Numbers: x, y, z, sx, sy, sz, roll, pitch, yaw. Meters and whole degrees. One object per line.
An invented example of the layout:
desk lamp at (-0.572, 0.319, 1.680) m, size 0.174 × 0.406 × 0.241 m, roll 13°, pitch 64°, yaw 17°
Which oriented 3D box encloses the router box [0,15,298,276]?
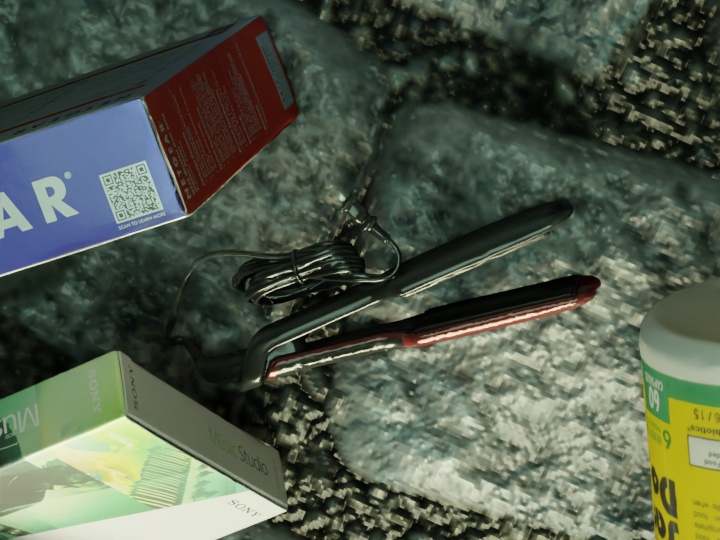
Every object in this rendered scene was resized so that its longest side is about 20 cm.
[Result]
router box at (-0.143, -0.038, 0.897) m, size 0.200 × 0.180 × 0.049 m, roll -17°, pitch 102°, yaw 17°

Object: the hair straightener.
hair straightener at (0.000, 0.000, 0.958) m, size 0.200 × 0.041 × 0.077 m, roll -14°, pitch 103°, yaw 20°

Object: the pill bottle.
pill bottle at (0.178, 0.109, 0.909) m, size 0.113 × 0.113 × 0.200 m, roll -3°, pitch 106°, yaw 13°

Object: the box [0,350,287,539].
box at (-0.151, 0.107, 0.969) m, size 0.200 × 0.144 × 0.036 m, roll -25°, pitch 60°, yaw 17°
